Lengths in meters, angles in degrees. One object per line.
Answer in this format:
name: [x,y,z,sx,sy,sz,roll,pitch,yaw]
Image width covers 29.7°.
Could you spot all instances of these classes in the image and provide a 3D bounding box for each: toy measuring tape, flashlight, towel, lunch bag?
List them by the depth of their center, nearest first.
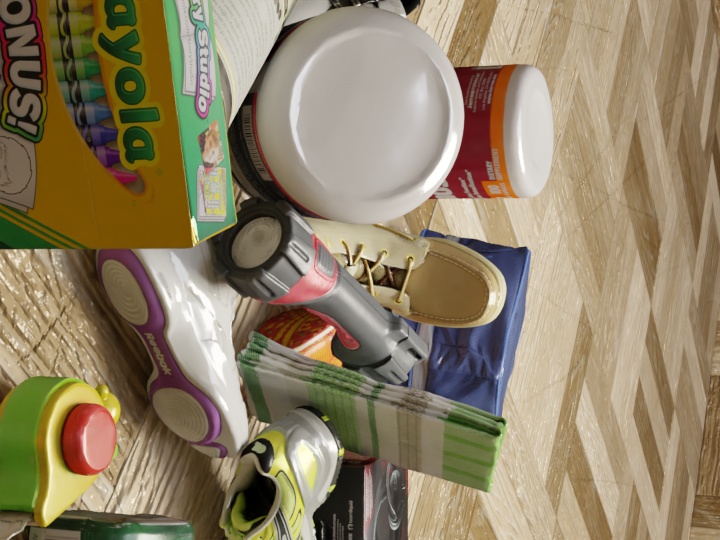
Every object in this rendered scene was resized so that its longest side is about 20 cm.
toy measuring tape: [-0.193,0.109,0.756,0.200,0.073,0.074,-44,130,-60]
flashlight: [-0.028,0.023,0.954,0.068,0.068,0.200,-47,142,-3]
towel: [0.009,0.108,1.017,0.149,0.199,0.031,87,21,-67]
lunch bag: [0.085,0.067,1.329,0.136,0.132,0.200,88,17,-48]

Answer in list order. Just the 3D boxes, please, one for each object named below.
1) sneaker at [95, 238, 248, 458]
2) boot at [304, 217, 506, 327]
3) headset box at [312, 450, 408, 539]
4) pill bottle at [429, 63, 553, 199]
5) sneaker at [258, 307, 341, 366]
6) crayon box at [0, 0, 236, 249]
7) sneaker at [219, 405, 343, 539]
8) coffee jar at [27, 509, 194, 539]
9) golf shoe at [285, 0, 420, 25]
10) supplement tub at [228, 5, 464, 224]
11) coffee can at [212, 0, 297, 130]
sneaker: [-0.106,0.041,0.929,0.100,0.075,0.200,-47,134,-40]
boot: [0.000,0.000,1.048,0.155,0.200,0.073,-6,115,-65]
headset box: [-0.014,0.224,1.126,0.200,0.077,0.149,8,82,-78]
pill bottle: [0.057,-0.117,1.169,0.113,0.199,0.113,0,90,-67]
sneaker: [-0.027,0.063,1.135,0.200,0.073,0.077,-22,107,-65]
crayon box: [-0.161,-0.113,0.696,0.058,0.172,0.201,-33,120,-63]
sneaker: [-0.076,0.192,1.007,0.076,0.075,0.200,-15,125,-45]
coffee jar: [-0.157,0.248,0.818,0.104,0.085,0.201,21,71,-65]
golf shoe: [-0.014,-0.213,1.140,0.200,0.094,0.078,-53,138,-52]
supplement tub: [-0.025,-0.106,0.949,0.200,0.140,0.141,-165,-108,-71]
coffee can: [-0.116,-0.171,0.832,0.200,0.146,0.147,-68,148,-41]
